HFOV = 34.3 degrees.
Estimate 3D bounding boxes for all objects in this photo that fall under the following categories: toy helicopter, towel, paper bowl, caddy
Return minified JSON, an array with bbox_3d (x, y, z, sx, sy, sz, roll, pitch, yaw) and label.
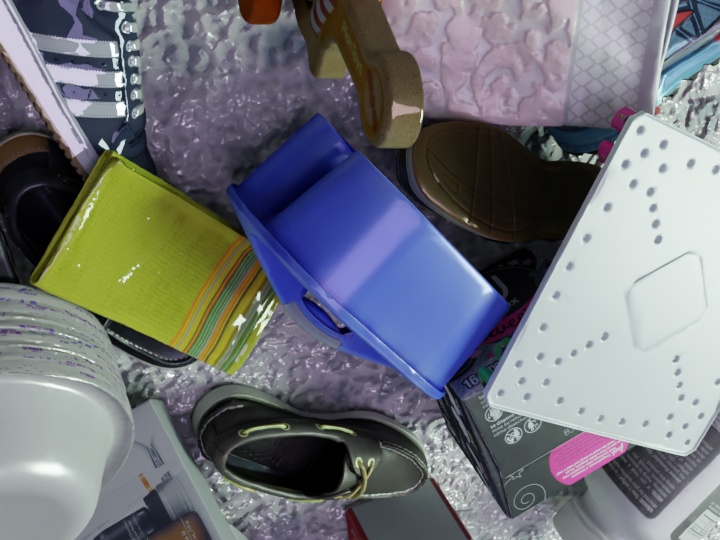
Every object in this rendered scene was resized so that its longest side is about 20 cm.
[{"bbox_3d":[-0.002,-0.147,0.607,0.078,0.202,0.133,-2,138,-21],"label":"toy helicopter"},{"bbox_3d":[-0.109,0.003,0.707,0.087,0.018,0.200,-61,148,-4],"label":"towel"},{"bbox_3d":[-0.226,0.107,0.656,0.198,0.105,0.202,-17,148,-11],"label":"paper bowl"},{"bbox_3d":[0.000,0.000,0.734,0.105,0.142,0.200,-45,125,4],"label":"caddy"},{"bbox_3d":[0.099,-0.181,0.694,0.188,0.032,0.203,5,117,1],"label":"towel"}]

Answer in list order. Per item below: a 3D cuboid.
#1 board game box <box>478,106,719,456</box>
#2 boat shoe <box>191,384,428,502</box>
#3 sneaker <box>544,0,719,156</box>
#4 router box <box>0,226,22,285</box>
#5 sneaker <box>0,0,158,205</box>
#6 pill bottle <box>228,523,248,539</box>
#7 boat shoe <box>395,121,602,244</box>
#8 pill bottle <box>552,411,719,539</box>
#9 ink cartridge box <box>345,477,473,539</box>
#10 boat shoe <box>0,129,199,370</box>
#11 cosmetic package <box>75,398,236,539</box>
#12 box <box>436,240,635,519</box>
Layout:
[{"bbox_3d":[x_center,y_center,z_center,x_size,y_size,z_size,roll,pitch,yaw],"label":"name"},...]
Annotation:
[{"bbox_3d":[0.192,0.015,0.755,0.198,0.026,0.202,17,108,-32],"label":"board game box"},{"bbox_3d":[-0.028,0.141,0.856,0.199,0.061,0.072,17,112,-30],"label":"boat shoe"},{"bbox_3d":[0.188,-0.167,0.752,0.200,0.079,0.095,-45,124,7],"label":"sneaker"},{"bbox_3d":[-0.265,0.018,0.648,0.147,0.051,0.201,-18,146,-13],"label":"router box"},{"bbox_3d":[-0.136,-0.127,0.643,0.108,0.070,0.201,-30,123,-1],"label":"sneaker"},{"bbox_3d":[-0.155,0.279,0.856,0.200,0.112,0.111,-42,126,5],"label":"pill bottle"},{"bbox_3d":[0.091,-0.048,0.769,0.198,0.064,0.074,13,76,-41],"label":"boat shoe"},{"bbox_3d":[0.255,0.165,0.960,0.110,0.111,0.200,36,101,-35],"label":"pill bottle"},{"bbox_3d":[0.058,0.295,0.934,0.082,0.146,0.202,-17,125,-15],"label":"ink cartridge box"},{"bbox_3d":[-0.156,0.001,0.718,0.074,0.062,0.201,-36,128,-1],"label":"boat shoe"},{"bbox_3d":[-0.155,0.211,0.778,0.150,0.052,0.202,-30,84,-2],"label":"cosmetic package"},{"bbox_3d":[0.150,0.056,0.848,0.198,0.115,0.133,-29,125,-7],"label":"box"}]
